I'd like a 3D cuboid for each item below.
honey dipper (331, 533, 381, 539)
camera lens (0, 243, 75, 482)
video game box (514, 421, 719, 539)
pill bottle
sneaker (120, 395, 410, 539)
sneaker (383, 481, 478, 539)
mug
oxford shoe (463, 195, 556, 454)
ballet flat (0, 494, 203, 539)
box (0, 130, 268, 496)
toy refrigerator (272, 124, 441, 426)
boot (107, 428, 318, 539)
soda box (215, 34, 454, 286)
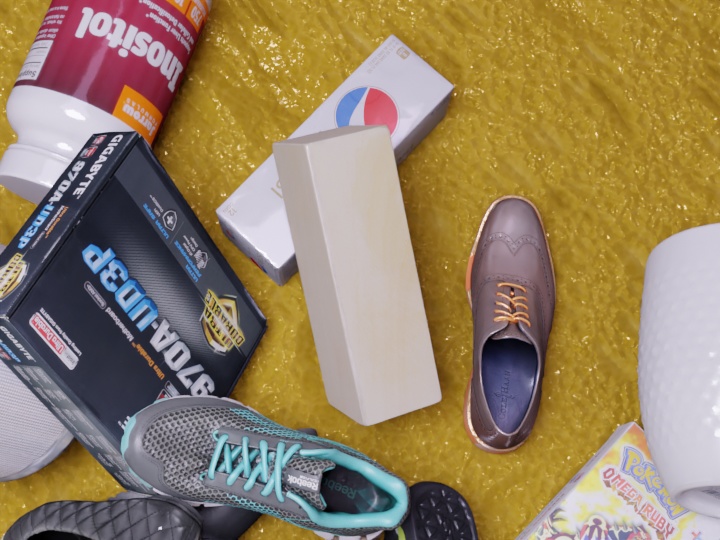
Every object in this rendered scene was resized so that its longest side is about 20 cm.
[{"bbox_3d":[-0.012,0.247,0.754,0.038,0.038,0.201,9,63,0],"label":"honey dipper"},{"bbox_3d":[-0.282,0.050,0.719,0.160,0.200,0.160,-9,69,25],"label":"camera lens"},{"bbox_3d":[0.206,0.244,0.782,0.200,0.047,0.182,44,77,8],"label":"video game box"},{"bbox_3d":[-0.197,-0.144,0.825,0.113,0.113,0.201,18,77,3],"label":"pill bottle"},{"bbox_3d":[-0.053,0.127,0.705,0.199,0.091,0.078,17,74,-19],"label":"sneaker"},{"bbox_3d":[0.050,0.245,0.746,0.072,0.083,0.201,13,55,-21],"label":"sneaker"},{"bbox_3d":[0.285,0.089,0.769,0.200,0.147,0.176,32,58,-36],"label":"mug"},{"bbox_3d":[0.117,0.034,0.813,0.071,0.073,0.201,3,76,-1],"label":"oxford shoe"},{"bbox_3d":[-0.187,0.190,0.727,0.067,0.200,0.057,55,39,-21],"label":"ballet flat"},{"bbox_3d":[-0.153,0.032,0.728,0.046,0.200,0.159,3,49,32],"label":"box"},{"bbox_3d":[0.000,0.000,0.774,0.070,0.076,0.201,-15,102,-20],"label":"toy refrigerator"},{"bbox_3d":[-0.075,0.231,0.764,0.164,0.066,0.200,-22,75,2],"label":"boot"},{"bbox_3d":[-0.018,-0.086,0.843,0.068,0.064,0.200,42,78,8],"label":"soda box"}]
